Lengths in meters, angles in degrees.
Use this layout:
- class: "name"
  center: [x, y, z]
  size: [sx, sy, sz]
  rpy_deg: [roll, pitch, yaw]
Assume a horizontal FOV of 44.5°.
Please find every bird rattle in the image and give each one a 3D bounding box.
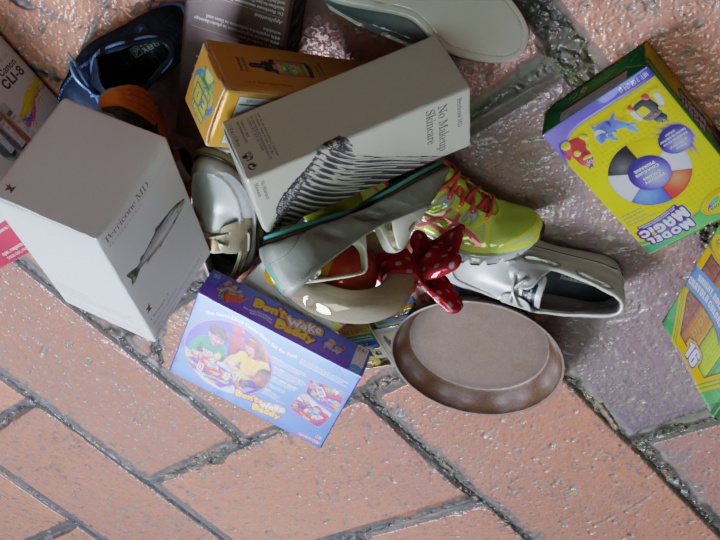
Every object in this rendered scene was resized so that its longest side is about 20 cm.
- class: "bird rattle"
  center: [0.000, 0.000, 0.833]
  size: [0.199, 0.163, 0.113]
  rpy_deg: [34, 132, 14]

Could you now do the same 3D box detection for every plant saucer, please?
- class: "plant saucer"
  center: [0.134, 0.093, 1.011]
  size: [0.198, 0.035, 0.202]
  rpy_deg: [9, 138, 8]

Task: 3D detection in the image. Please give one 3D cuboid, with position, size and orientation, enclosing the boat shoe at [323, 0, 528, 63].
- class: "boat shoe"
  center: [0.051, -0.232, 0.775]
  size: [0.198, 0.074, 0.062]
  rpy_deg: [17, 178, -7]

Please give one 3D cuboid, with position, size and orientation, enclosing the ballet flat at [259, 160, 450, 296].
- class: "ballet flat"
  center: [0.004, -0.034, 0.773]
  size: [0.067, 0.199, 0.064]
  rpy_deg: [-16, 99, 65]

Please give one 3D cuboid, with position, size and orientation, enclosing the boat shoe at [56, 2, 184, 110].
- class: "boat shoe"
  center: [-0.247, -0.201, 0.878]
  size: [0.199, 0.069, 0.084]
  rpy_deg: [-31, 117, 37]

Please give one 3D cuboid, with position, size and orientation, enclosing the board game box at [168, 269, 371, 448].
- class: "board game box"
  center: [-0.104, 0.102, 0.993]
  size: [0.198, 0.045, 0.135]
  rpy_deg: [28, 128, -2]

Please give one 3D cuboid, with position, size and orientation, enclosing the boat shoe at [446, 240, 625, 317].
- class: "boat shoe"
  center: [0.179, 0.012, 0.921]
  size: [0.198, 0.066, 0.073]
  rpy_deg: [13, 123, -2]

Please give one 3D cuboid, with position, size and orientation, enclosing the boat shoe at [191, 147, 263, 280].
- class: "boat shoe"
  center: [-0.145, -0.049, 0.943]
  size: [0.074, 0.069, 0.201]
  rpy_deg: [18, 153, 14]

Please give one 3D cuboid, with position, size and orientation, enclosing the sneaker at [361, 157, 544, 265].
- class: "sneaker"
  center: [0.089, -0.069, 0.885]
  size: [0.198, 0.079, 0.091]
  rpy_deg: [12, 132, 8]

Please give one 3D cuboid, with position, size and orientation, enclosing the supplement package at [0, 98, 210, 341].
- class: "supplement package"
  center: [-0.236, -0.041, 0.835]
  size: [0.116, 0.118, 0.201]
  rpy_deg: [22, 155, 15]

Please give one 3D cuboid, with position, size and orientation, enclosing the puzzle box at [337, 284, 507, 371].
- class: "puzzle box"
  center: [0.062, 0.053, 1.042]
  size: [0.198, 0.026, 0.134]
  rpy_deg: [-13, 125, 28]

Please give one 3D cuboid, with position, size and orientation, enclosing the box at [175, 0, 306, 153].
- class: "box"
  center: [-0.110, -0.210, 0.825]
  size: [0.099, 0.075, 0.201]
  rpy_deg: [18, 133, 1]

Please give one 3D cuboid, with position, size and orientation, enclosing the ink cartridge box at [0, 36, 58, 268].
- class: "ink cartridge box"
  center: [-0.405, -0.128, 0.943]
  size: [0.144, 0.146, 0.200]
  rpy_deg: [-21, 123, 32]

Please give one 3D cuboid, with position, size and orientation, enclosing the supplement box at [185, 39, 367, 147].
- class: "supplement box"
  center: [-0.051, -0.150, 0.788]
  size: [0.198, 0.067, 0.069]
  rpy_deg: [1, 138, -36]

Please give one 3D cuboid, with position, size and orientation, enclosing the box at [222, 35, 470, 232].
- class: "box"
  center: [-0.009, -0.114, 0.742]
  size: [0.198, 0.069, 0.082]
  rpy_deg: [-24, 150, -5]

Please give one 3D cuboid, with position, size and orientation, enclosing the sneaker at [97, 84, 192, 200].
- class: "sneaker"
  center: [-0.237, -0.115, 0.895]
  size: [0.091, 0.077, 0.200]
  rpy_deg: [-6, 158, 5]

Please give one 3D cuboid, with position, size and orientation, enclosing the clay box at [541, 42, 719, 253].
- class: "clay box"
  center: [0.275, -0.098, 0.817]
  size: [0.200, 0.048, 0.114]
  rpy_deg: [42, 130, -20]

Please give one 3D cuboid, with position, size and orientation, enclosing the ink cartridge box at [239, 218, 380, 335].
- class: "ink cartridge box"
  center: [-0.060, 0.017, 0.995]
  size: [0.115, 0.068, 0.200]
  rpy_deg: [45, 125, -7]

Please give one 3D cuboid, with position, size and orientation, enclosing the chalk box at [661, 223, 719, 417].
- class: "chalk box"
  center: [0.393, 0.027, 0.818]
  size: [0.122, 0.125, 0.201]
  rpy_deg: [-1, 135, -12]
